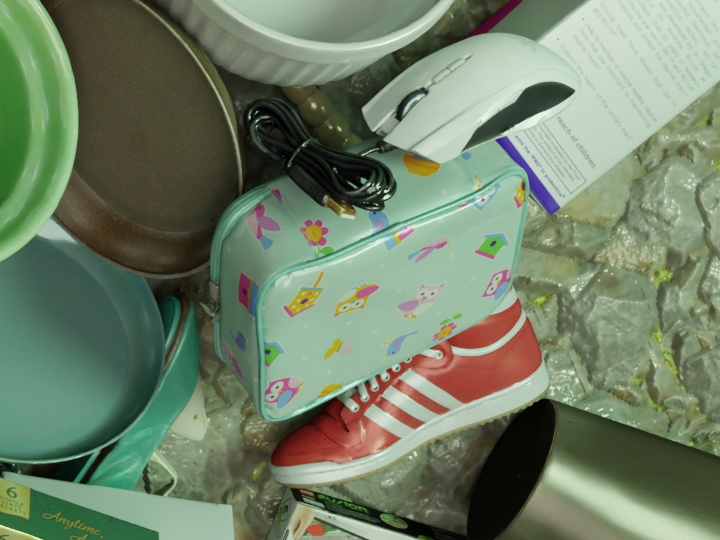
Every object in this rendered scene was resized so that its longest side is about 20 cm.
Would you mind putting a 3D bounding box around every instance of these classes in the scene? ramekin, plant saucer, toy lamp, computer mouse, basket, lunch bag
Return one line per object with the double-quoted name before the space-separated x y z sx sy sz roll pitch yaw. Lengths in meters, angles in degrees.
"ramekin" -0.273 -0.091 1.257 0.200 0.098 0.200 5 82 -38
"plant saucer" -0.217 0.036 1.323 0.200 0.200 0.027 17 139 -16
"toy lamp" -0.036 -0.115 1.369 0.058 0.058 0.200 -38 113 1
"ramekin" -0.037 -0.204 1.279 0.200 0.105 0.201 5 74 -16
"plant saucer" -0.142 -0.090 1.306 0.032 0.200 0.201 -38 117 -43
"computer mouse" 0.040 -0.098 1.252 0.200 0.110 0.044 -26 133 -25
"basket" 0.184 0.182 1.464 0.200 0.136 0.181 28 72 -13
"lunch bag" 0.000 0.000 1.302 0.200 0.077 0.161 -24 147 -21

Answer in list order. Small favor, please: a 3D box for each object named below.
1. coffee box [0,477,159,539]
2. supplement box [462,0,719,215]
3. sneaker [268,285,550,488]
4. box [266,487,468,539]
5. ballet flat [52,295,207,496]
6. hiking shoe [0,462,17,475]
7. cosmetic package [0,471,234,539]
"coffee box" -0.221 0.219 1.334 0.123 0.044 0.200 24 122 -23
"supplement box" 0.156 -0.144 1.376 0.200 0.101 0.103 -39 110 2
"sneaker" 0.021 0.062 1.425 0.200 0.071 0.113 -23 114 -13
"box" 0.025 0.229 1.494 0.200 0.035 0.110 19 102 -17
"ballet flat" -0.142 0.107 1.409 0.070 0.067 0.200 27 105 -24
"hiking shoe" -0.308 0.102 1.370 0.200 0.087 0.075 34 65 -31
"cosmetic package" -0.179 0.227 1.406 0.151 0.052 0.200 8 127 -16
